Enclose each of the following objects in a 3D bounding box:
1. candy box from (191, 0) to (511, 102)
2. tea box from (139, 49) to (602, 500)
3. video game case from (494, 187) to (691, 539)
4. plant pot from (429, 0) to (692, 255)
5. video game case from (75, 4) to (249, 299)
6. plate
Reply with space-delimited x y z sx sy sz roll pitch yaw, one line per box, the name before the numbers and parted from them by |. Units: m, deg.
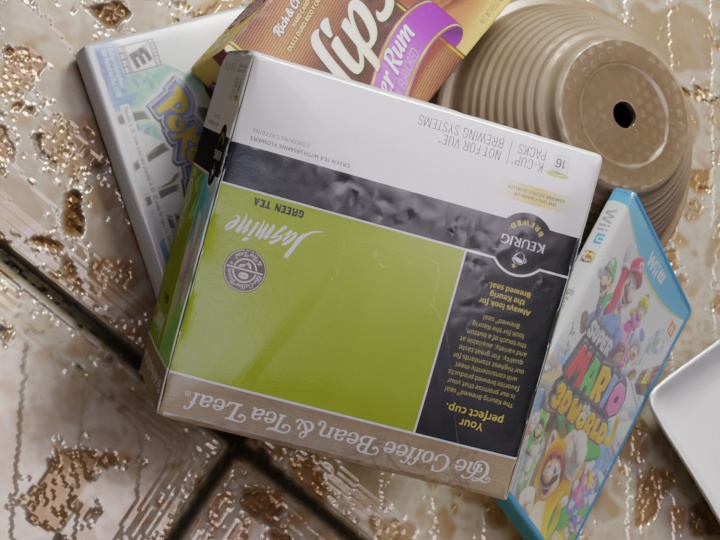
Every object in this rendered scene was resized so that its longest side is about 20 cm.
candy box | 0.004 -0.153 1.140 0.117 0.056 0.200 46 63 -14
tea box | 0.000 0.000 1.028 0.199 0.134 0.198 16 93 -12
video game case | 0.142 0.069 1.162 0.201 0.018 0.143 -60 143 -19
plant pot | 0.145 -0.089 1.205 0.200 0.093 0.202 5 79 -26
video game case | -0.059 -0.061 1.134 0.182 0.022 0.201 -18 88 -29
plate | 0.301 0.120 1.276 0.200 0.032 0.200 -34 96 -28
